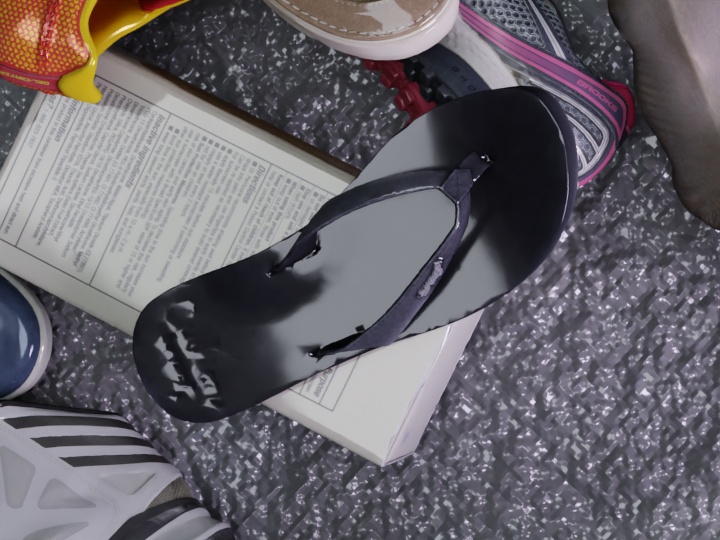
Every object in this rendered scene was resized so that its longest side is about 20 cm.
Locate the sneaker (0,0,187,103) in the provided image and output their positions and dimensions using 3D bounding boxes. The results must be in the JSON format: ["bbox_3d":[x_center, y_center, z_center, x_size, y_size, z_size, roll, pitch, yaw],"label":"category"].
[{"bbox_3d":[-0.086,-0.146,1.131,0.077,0.073,0.200,24,65,11],"label":"sneaker"}]

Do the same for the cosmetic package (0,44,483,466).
[{"bbox_3d":[-0.049,-0.009,1.148,0.200,0.071,0.105,29,96,10],"label":"cosmetic package"}]

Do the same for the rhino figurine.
[{"bbox_3d":[0.150,-0.047,1.101,0.060,0.087,0.200,-22,86,11],"label":"rhino figurine"}]

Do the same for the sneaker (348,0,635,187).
[{"bbox_3d":[0.030,-0.112,1.138,0.075,0.081,0.200,-33,84,-19],"label":"sneaker"}]

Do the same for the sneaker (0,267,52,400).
[{"bbox_3d":[-0.233,0.013,1.178,0.200,0.085,0.075,14,93,10],"label":"sneaker"}]

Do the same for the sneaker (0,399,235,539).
[{"bbox_3d":[-0.163,0.129,1.152,0.200,0.076,0.115,-33,69,-23],"label":"sneaker"}]

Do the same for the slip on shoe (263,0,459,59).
[{"bbox_3d":[-0.033,-0.168,1.071,0.076,0.061,0.200,-30,73,-7],"label":"slip on shoe"}]

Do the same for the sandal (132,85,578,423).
[{"bbox_3d":[0.000,0.001,1.076,0.200,0.043,0.076,-34,86,13],"label":"sandal"}]
